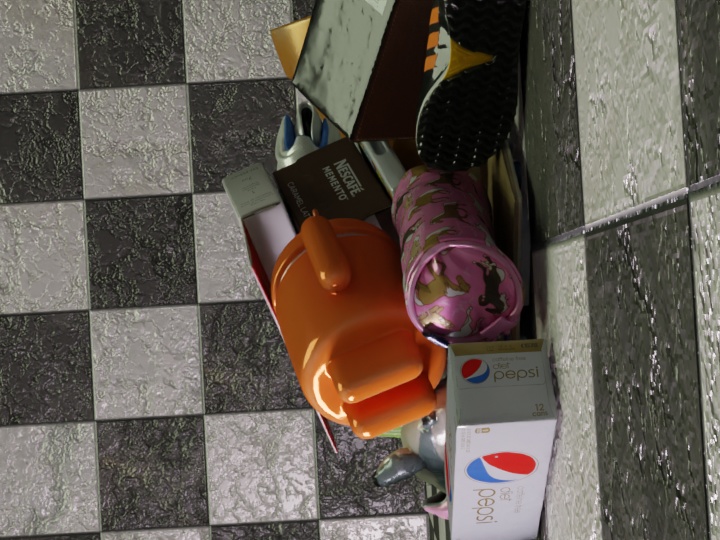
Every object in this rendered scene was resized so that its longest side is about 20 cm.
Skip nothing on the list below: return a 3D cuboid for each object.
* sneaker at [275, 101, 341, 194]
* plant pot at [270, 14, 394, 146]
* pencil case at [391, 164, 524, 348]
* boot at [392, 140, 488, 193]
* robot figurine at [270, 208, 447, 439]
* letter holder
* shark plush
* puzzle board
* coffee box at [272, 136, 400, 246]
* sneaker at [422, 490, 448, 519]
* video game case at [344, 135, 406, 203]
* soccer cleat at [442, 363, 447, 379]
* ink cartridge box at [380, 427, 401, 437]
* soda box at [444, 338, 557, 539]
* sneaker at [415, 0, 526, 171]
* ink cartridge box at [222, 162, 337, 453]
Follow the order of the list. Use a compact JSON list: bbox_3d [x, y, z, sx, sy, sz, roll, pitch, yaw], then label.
[{"bbox_3d":[-0.032,-0.098,1.404,0.200,0.080,0.148,-62,-30,-68],"label":"sneaker"},{"bbox_3d":[0.028,-0.196,1.506,0.200,0.199,0.184,-93,-16,-79],"label":"plant pot"},{"bbox_3d":[0.067,-0.015,1.047,0.200,0.082,0.087,-97,14,-69],"label":"pencil case"},{"bbox_3d":[0.064,-0.083,1.251,0.144,0.070,0.202,56,166,41],"label":"boot"},{"bbox_3d":[-0.004,0.039,1.101,0.117,0.143,0.200,-54,33,22],"label":"robot figurine"},{"bbox_3d":[0.050,-0.217,1.177,0.101,0.141,0.201,46,129,40],"label":"letter holder"},{"bbox_3d":[0.089,0.112,1.110,0.200,0.083,0.091,-56,4,43],"label":"shark plush"},{"bbox_3d":[0.114,-0.006,1.112,0.151,0.017,0.201,-95,1,-57],"label":"puzzle board"},{"bbox_3d":[0.000,0.000,1.282,0.115,0.079,0.201,-120,7,-47],"label":"coffee box"},{"bbox_3d":[0.088,0.125,1.273,0.070,0.081,0.202,-83,-10,-88],"label":"sneaker"},{"bbox_3d":[0.030,-0.057,1.300,0.182,0.023,0.201,-117,5,-46],"label":"video game case"},{"bbox_3d":[0.083,0.088,1.184,0.085,0.068,0.202,-3,-96,-79],"label":"soccer cleat"},{"bbox_3d":[0.035,0.059,1.440,0.147,0.075,0.201,-7,103,56],"label":"ink cartridge box"},{"bbox_3d":[0.095,0.125,1.014,0.200,0.068,0.064,86,180,-57],"label":"soda box"},{"bbox_3d":[0.081,-0.166,1.038,0.090,0.069,0.201,-88,4,-47],"label":"sneaker"},{"bbox_3d":[-0.053,0.029,1.243,0.176,0.044,0.201,-118,5,-60],"label":"ink cartridge box"}]
